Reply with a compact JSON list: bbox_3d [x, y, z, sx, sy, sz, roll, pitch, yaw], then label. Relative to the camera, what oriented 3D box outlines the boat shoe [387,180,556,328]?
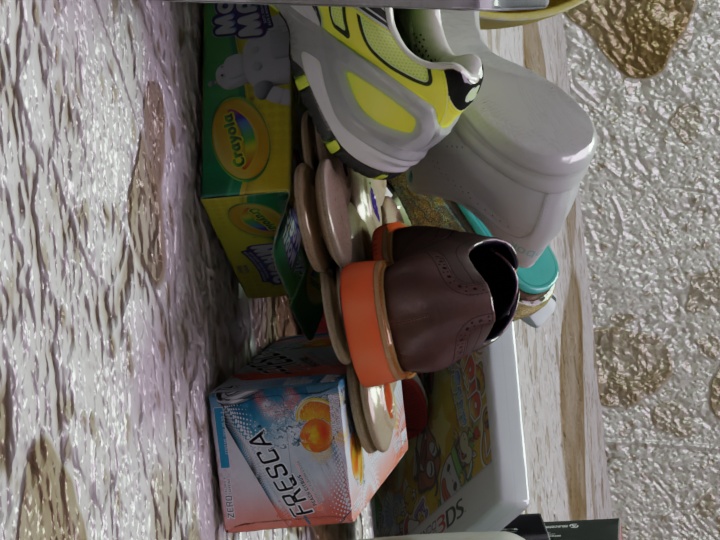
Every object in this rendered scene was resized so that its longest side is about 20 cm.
[{"bbox_3d":[0.047,-0.060,1.611,0.199,0.068,0.074,48,-5,6],"label":"boat shoe"}]

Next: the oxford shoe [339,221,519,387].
[{"bbox_3d":[0.041,0.014,1.362,0.200,0.072,0.071,-53,131,-77],"label":"oxford shoe"}]

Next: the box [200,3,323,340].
[{"bbox_3d":[-0.044,-0.076,1.432,0.117,0.048,0.201,70,16,-63],"label":"box"}]

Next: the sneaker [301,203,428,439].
[{"bbox_3d":[0.000,0.000,1.666,0.200,0.078,0.116,95,-10,-51],"label":"sneaker"}]

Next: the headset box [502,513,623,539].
[{"bbox_3d":[0.101,0.247,1.923,0.075,0.148,0.201,-77,161,-64],"label":"headset box"}]

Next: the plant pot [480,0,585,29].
[{"bbox_3d":[0.060,-0.229,1.820,0.142,0.199,0.201,145,-55,-70],"label":"plant pot"}]

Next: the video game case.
[{"bbox_3d":[0.044,0.072,1.716,0.182,0.023,0.201,132,-41,-57],"label":"video game case"}]

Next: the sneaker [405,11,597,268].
[{"bbox_3d":[0.033,-0.081,1.419,0.200,0.075,0.089,53,-36,37],"label":"sneaker"}]

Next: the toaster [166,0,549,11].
[{"bbox_3d":[-0.015,-0.201,1.247,0.119,0.199,0.181,-28,121,-76],"label":"toaster"}]

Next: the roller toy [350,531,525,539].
[{"bbox_3d":[0.040,0.228,1.549,0.200,0.139,0.183,60,27,-70],"label":"roller toy"}]

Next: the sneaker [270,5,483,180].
[{"bbox_3d":[-0.006,-0.144,1.353,0.075,0.076,0.200,-16,77,-59],"label":"sneaker"}]

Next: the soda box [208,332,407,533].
[{"bbox_3d":[-0.022,0.074,1.449,0.200,0.063,0.069,-38,123,-80],"label":"soda box"}]

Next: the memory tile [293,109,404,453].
[{"bbox_3d":[-0.001,-0.020,1.421,0.200,0.017,0.154,-82,160,-61],"label":"memory tile"}]

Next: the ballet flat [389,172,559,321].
[{"bbox_3d":[0.030,-0.059,1.541,0.200,0.071,0.071,61,9,1],"label":"ballet flat"}]
